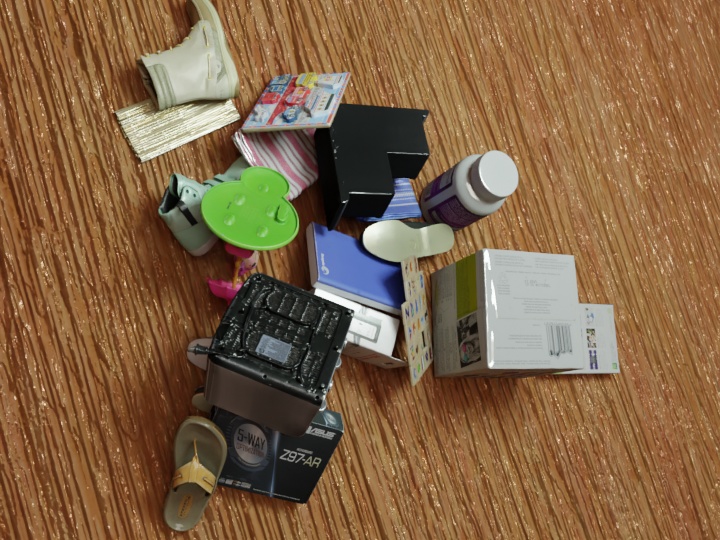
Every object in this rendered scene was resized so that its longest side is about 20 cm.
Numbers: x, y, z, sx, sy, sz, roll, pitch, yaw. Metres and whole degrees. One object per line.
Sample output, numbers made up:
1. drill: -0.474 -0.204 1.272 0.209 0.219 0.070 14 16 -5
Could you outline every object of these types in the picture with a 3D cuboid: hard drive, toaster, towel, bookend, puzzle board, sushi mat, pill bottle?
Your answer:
1. hard drive: 0.000 0.000 1.135 0.198 0.025 0.133 20 42 -30
2. toaster: -0.124 0.115 0.935 0.197 0.120 0.182 21 43 -1
3. towel: -0.121 -0.216 1.143 0.147 0.030 0.200 53 45 -8
4. bookend: 0.033 -0.178 1.130 0.196 0.092 0.202 -1 64 -19
5. puzzle board: -0.105 -0.293 1.110 0.148 0.018 0.202 -1 40 13
6. towel: 0.029 -0.183 1.210 0.143 0.024 0.203 -6 69 -31
7. sushi mat: -0.310 -0.264 1.115 0.199 0.012 0.097 -32 93 -26
8. pill bottle: 0.201 -0.146 1.207 0.110 0.200 0.114 5 77 -22

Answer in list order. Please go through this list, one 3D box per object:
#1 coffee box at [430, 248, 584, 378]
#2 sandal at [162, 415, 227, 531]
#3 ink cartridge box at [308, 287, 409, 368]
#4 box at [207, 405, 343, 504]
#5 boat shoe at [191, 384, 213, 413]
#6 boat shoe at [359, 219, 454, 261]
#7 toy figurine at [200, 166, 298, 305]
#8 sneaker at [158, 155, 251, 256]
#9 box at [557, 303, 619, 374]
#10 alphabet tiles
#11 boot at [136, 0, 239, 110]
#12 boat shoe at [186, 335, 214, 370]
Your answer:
1. coffee box: 0.258 0.087 1.184 0.196 0.197 0.204 4 75 -21
2. sandal: -0.245 0.306 0.950 0.079 0.054 0.203 15 107 -10
3. ink cartridge box: -0.013 0.102 1.109 0.197 0.116 0.069 23 72 -18
4. box: -0.145 0.269 1.007 0.197 0.044 0.162 20 112 -19
5. boat shoe: -0.165 0.179 1.025 0.196 0.072 0.063 -9 52 3
6. boat shoe: 0.079 -0.055 1.200 0.199 0.063 0.075 -4 93 -33
7. toy figurine: -0.186 -0.038 1.044 0.148 0.186 0.202 18 41 -6
8. sneaker: -0.242 -0.136 1.057 0.202 0.073 0.119 -59 141 -21
9. box: 0.441 0.140 1.344 0.197 0.036 0.147 4 77 -24
10. alphabet tiles: 0.096 0.078 1.134 0.007 0.167 0.204 -6 96 18
11. boot: -0.304 -0.372 1.104 0.152 0.072 0.203 -17 79 -22
12. boat shoe: -0.180 0.124 1.063 0.196 0.072 0.068 3 43 -9
